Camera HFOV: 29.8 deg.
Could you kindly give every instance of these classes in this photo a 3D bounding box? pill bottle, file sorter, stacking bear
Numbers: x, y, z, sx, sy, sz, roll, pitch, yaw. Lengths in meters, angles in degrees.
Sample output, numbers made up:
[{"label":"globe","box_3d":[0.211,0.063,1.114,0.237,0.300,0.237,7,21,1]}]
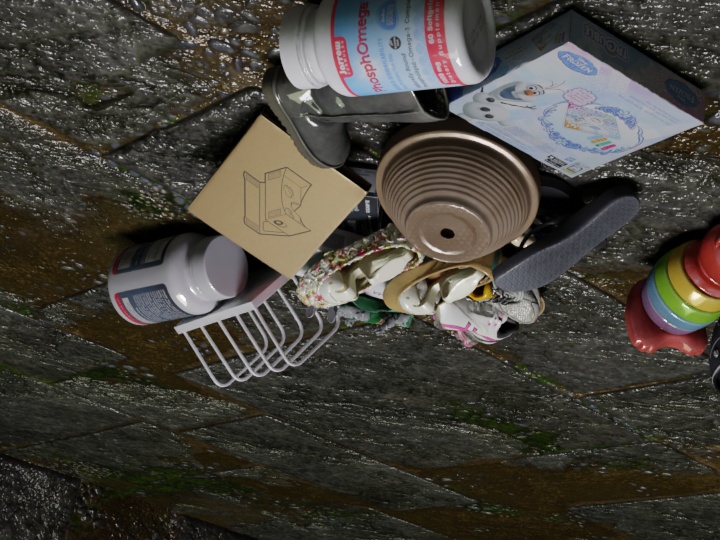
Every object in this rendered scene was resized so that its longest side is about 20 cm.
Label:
[{"label":"pill bottle","box_3d":[-0.263,0.009,1.969,0.198,0.121,0.119,-10,150,39]},{"label":"file sorter","box_3d":[-0.147,0.079,2.004,0.199,0.139,0.125,-19,108,48]},{"label":"stacking bear","box_3d":[0.435,0.012,1.721,0.120,0.115,0.200,4,149,-22]},{"label":"pill bottle","box_3d":[0.025,-0.228,1.322,0.198,0.110,0.109,-3,154,26]}]

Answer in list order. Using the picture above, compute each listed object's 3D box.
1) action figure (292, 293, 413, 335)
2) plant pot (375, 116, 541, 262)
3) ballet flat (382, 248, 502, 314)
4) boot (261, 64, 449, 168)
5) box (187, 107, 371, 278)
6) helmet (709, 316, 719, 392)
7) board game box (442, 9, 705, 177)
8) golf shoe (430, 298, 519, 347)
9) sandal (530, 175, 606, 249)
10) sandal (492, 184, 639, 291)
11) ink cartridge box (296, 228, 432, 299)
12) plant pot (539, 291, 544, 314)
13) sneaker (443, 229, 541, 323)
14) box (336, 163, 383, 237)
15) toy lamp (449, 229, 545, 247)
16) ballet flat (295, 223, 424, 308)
[{"label":"action figure","box_3d":[0.010,0.059,1.902,0.117,0.055,0.199,13,-178,41]},{"label":"plant pot","box_3d":[0.109,-0.076,1.593,0.198,0.093,0.202,10,140,8]},{"label":"ballet flat","box_3d":[0.098,0.020,1.736,0.068,0.064,0.199,33,135,-27]},{"label":"boot","box_3d":[0.010,-0.177,1.495,0.198,0.073,0.182,-5,153,28]},{"label":"box","box_3d":[-0.102,-0.090,1.671,0.163,0.021,0.200,35,132,-11]},{"label":"helmet","box_3d":[0.560,0.102,1.770,0.200,0.200,0.191,36,-174,-47]},{"label":"board game box","box_3d":[0.225,-0.181,1.435,0.199,0.044,0.198,24,155,-30]},{"label":"golf shoe","box_3d":[0.159,0.054,1.911,0.091,0.074,0.200,-9,161,24]},{"label":"sandal","box_3d":[0.248,-0.066,1.693,0.076,0.043,0.199,-13,148,42]},{"label":"sandal","box_3d":[0.249,-0.040,1.656,0.199,0.043,0.076,-33,144,7]},{"label":"ink cartridge box","box_3d":[-0.019,0.003,1.841,0.198,0.045,0.176,16,155,-19]},{"label":"plant pot","box_3d":[0.171,0.031,1.969,0.197,0.028,0.200,9,157,4]},{"label":"sneaker","box_3d":[0.171,0.019,1.826,0.077,0.083,0.199,-25,131,36]},{"label":"box","box_3d":[-0.050,-0.079,1.774,0.157,0.047,0.200,6,157,5]},{"label":"toy lamp","box_3d":[0.166,-0.059,1.727,0.198,0.059,0.058,22,154,-28]},{"label":"ballet flat","box_3d":[0.000,0.000,1.721,0.199,0.064,0.076,-32,126,20]}]
